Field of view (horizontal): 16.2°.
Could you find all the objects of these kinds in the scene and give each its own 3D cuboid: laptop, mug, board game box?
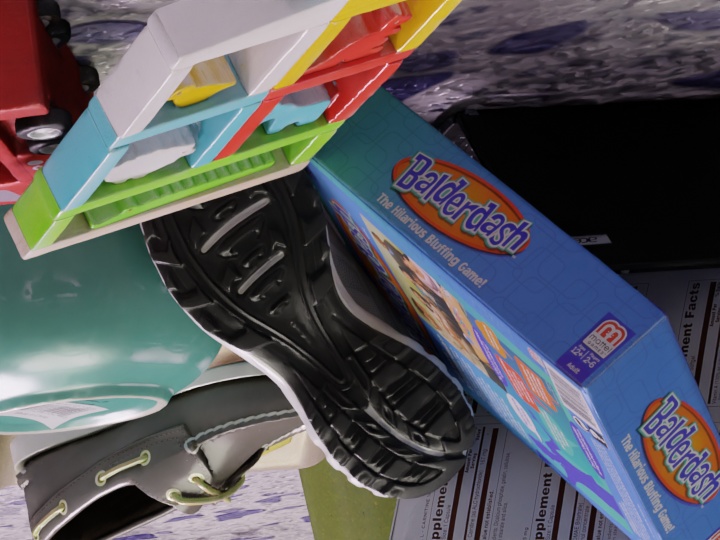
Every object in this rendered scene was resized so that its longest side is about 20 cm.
[{"bbox_3d":[0.122,-0.022,1.149,0.177,0.104,0.200,-3,163,-19],"label":"laptop"},{"bbox_3d":[-0.118,0.007,1.106,0.185,0.115,0.152,-3,168,-19],"label":"mug"},{"bbox_3d":[0.062,0.021,1.014,0.045,0.200,0.152,-41,140,-9],"label":"board game box"}]

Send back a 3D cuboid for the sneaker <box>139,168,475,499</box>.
[{"bbox_3d":[-0.032,0.010,1.064,0.074,0.200,0.079,-37,-161,-2],"label":"sneaker"}]

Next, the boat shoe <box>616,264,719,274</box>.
[{"bbox_3d":[0.124,0.013,1.197,0.200,0.072,0.071,-6,165,36],"label":"boat shoe"}]

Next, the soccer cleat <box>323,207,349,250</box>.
[{"bbox_3d":[0.000,0.000,1.200,0.070,0.087,0.200,-16,157,14],"label":"soccer cleat"}]

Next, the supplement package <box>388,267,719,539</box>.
[{"bbox_3d":[0.149,0.107,1.137,0.200,0.147,0.191,-3,150,30],"label":"supplement package"}]

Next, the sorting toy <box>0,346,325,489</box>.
[{"bbox_3d":[-0.088,0.043,1.269,0.200,0.037,0.185,-5,133,-21],"label":"sorting toy"}]

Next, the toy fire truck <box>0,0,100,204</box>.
[{"bbox_3d":[-0.172,-0.060,0.913,0.141,0.049,0.200,-8,169,1],"label":"toy fire truck"}]

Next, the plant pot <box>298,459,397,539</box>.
[{"bbox_3d":[0.038,0.123,1.506,0.200,0.190,0.200,-3,180,0],"label":"plant pot"}]

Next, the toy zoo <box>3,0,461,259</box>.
[{"bbox_3d":[-0.038,-0.068,0.894,0.131,0.020,0.200,-20,167,-33],"label":"toy zoo"}]

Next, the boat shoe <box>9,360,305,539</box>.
[{"bbox_3d":[-0.085,0.087,1.198,0.201,0.060,0.072,-21,160,36],"label":"boat shoe"}]
